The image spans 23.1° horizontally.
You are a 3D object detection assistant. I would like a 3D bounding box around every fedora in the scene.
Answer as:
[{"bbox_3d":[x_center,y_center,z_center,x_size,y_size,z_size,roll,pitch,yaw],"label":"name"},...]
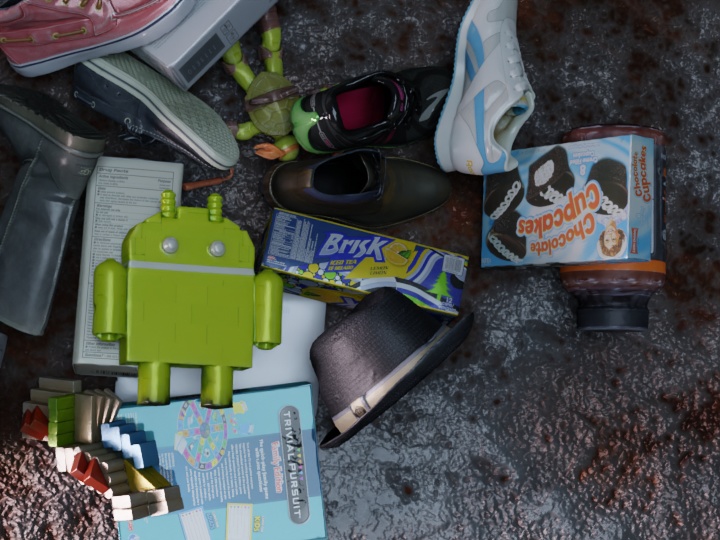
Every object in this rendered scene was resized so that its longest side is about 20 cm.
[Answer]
[{"bbox_3d":[0.013,0.078,1.660,0.200,0.201,0.092,-40,89,-9],"label":"fedora"}]

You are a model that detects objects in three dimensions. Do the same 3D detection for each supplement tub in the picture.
[{"bbox_3d":[0.250,-0.040,1.750,0.106,0.107,0.201,1,86,-8],"label":"supplement tub"}]

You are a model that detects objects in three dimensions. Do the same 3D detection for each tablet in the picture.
[{"bbox_3d":[-0.136,0.075,1.730,0.199,0.014,0.131,6,85,-7],"label":"tablet"}]

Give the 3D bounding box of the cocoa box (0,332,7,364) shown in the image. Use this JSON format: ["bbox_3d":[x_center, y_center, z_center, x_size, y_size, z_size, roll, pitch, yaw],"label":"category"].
[{"bbox_3d":[-0.404,0.101,1.594,0.131,0.200,0.134,15,84,-7],"label":"cocoa box"}]

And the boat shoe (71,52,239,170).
[{"bbox_3d":[-0.198,-0.147,1.689,0.200,0.075,0.062,34,113,18],"label":"boat shoe"}]

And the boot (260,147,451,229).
[{"bbox_3d":[0.013,-0.079,1.708,0.199,0.097,0.075,-2,89,-23],"label":"boot"}]

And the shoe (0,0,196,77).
[{"bbox_3d":[-0.258,-0.252,1.651,0.199,0.091,0.072,-18,51,13],"label":"shoe"}]

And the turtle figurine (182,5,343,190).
[{"bbox_3d":[-0.101,-0.168,1.727,0.199,0.064,0.162,-22,89,-9],"label":"turtle figurine"}]

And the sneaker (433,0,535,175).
[{"bbox_3d":[0.135,-0.190,1.743,0.080,0.076,0.201,8,82,25],"label":"sneaker"}]

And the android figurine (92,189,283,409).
[{"bbox_3d":[-0.158,0.026,1.628,0.181,0.041,0.201,6,80,-21],"label":"android figurine"}]

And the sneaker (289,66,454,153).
[{"bbox_3d":[0.027,-0.157,1.717,0.199,0.084,0.077,-21,94,-36],"label":"sneaker"}]

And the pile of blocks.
[{"bbox_3d":[-0.248,0.162,1.631,0.200,0.062,0.082,32,111,28],"label":"pile of blocks"}]

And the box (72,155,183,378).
[{"bbox_3d":[-0.221,-0.002,1.679,0.094,0.078,0.201,6,78,-7],"label":"box"}]

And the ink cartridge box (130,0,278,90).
[{"bbox_3d":[-0.159,-0.290,1.719,0.200,0.044,0.173,-46,53,-9],"label":"ink cartridge box"}]

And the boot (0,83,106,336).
[{"bbox_3d":[-0.325,-0.062,1.680,0.072,0.182,0.201,1,115,-42],"label":"boot"}]

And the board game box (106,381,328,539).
[{"bbox_3d":[-0.139,0.194,1.698,0.199,0.047,0.152,-6,91,-8],"label":"board game box"}]

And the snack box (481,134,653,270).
[{"bbox_3d":[0.197,-0.063,1.702,0.037,0.199,0.117,6,84,-39],"label":"snack box"}]

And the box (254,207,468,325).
[{"bbox_3d":[0.000,0.000,1.723,0.199,0.070,0.065,15,72,-7],"label":"box"}]
